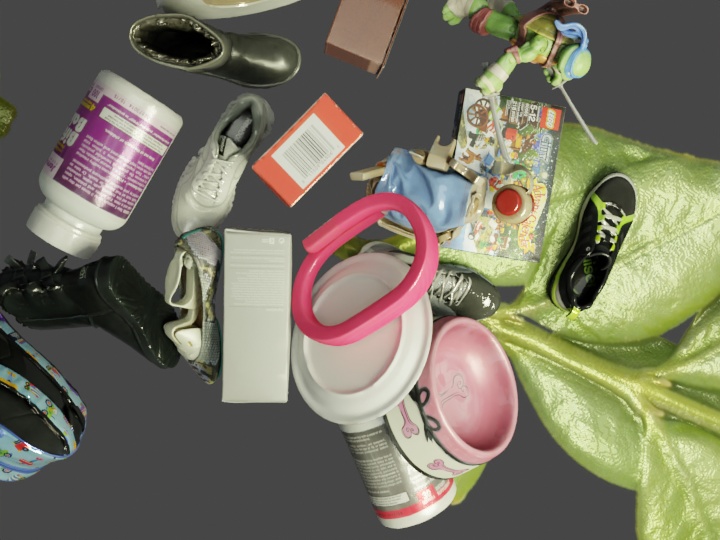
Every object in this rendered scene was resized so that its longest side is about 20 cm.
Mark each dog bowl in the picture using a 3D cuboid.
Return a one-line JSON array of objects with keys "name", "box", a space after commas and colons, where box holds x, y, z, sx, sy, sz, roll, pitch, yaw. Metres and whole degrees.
[{"name": "dog bowl", "box": [0.114, 0.145, 0.963, 0.199, 0.073, 0.203, 20, 60, -40]}]

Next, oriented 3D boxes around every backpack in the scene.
[{"name": "backpack", "box": [-0.420, 0.154, 0.912, 0.134, 0.183, 0.200, -42, 110, 6]}]

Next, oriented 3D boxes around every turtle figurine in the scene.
[{"name": "turtle figurine", "box": [0.181, -0.244, 0.954, 0.143, 0.201, 0.195, -29, 55, -11]}]

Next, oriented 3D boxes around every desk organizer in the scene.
[{"name": "desk organizer", "box": [0.025, -0.350, 0.972, 0.076, 0.072, 0.203, 20, 92, -6]}]

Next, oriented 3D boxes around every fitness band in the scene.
[{"name": "fitness band", "box": [0.000, 0.000, 0.908, 0.199, 0.037, 0.145, -34, 58, 22]}]

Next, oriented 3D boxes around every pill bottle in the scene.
[{"name": "pill bottle", "box": [-0.302, -0.120, 0.929, 0.111, 0.112, 0.202, 31, 90, -8]}, {"name": "pill bottle", "box": [0.037, 0.206, 0.998, 0.109, 0.111, 0.202, -23, 97, -5]}]

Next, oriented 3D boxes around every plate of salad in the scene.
[{"name": "plate of salad", "box": [0.002, 0.079, 0.926, 0.048, 0.199, 0.202, 28, 92, -49]}]

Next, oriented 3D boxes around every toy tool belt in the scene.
[{"name": "toy tool belt", "box": [0.096, -0.092, 0.940, 0.198, 0.122, 0.127, 12, 95, 26]}]

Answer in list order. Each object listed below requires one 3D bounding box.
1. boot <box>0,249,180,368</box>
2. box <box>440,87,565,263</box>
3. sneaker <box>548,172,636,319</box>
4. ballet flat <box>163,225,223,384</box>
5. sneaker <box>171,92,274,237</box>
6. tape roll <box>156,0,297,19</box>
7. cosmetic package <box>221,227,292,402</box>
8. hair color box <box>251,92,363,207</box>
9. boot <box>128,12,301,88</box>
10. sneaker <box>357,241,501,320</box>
[{"name": "boot", "box": [-0.322, 0.052, 0.950, 0.160, 0.199, 0.074, -5, 52, 17]}, {"name": "box", "box": [0.178, -0.120, 1.026, 0.134, 0.038, 0.203, 8, 94, -7]}, {"name": "sneaker", "box": [0.313, -0.029, 1.027, 0.071, 0.083, 0.202, 22, 92, -9]}, {"name": "ballet flat", "box": [-0.205, 0.047, 0.960, 0.071, 0.072, 0.203, 2, 108, -7]}, {"name": "sneaker", "box": [-0.171, -0.125, 0.962, 0.074, 0.081, 0.202, 27, 92, -10]}, {"name": "tape roll", "box": [-0.133, -0.343, 0.888, 0.199, 0.202, 0.072, -12, 97, -6]}, {"name": "cosmetic package", "box": [-0.125, 0.051, 0.969, 0.089, 0.107, 0.203, 4, 92, -7]}, {"name": "hair color box", "box": [-0.066, -0.133, 0.912, 0.064, 0.200, 0.111, 45, 88, -8]}, {"name": "boot", "box": [-0.152, -0.248, 0.892, 0.179, 0.200, 0.074, -1, 95, -7]}, {"name": "sneaker", "box": [0.091, 0.023, 0.987, 0.197, 0.115, 0.076, 17, 93, -8]}]
